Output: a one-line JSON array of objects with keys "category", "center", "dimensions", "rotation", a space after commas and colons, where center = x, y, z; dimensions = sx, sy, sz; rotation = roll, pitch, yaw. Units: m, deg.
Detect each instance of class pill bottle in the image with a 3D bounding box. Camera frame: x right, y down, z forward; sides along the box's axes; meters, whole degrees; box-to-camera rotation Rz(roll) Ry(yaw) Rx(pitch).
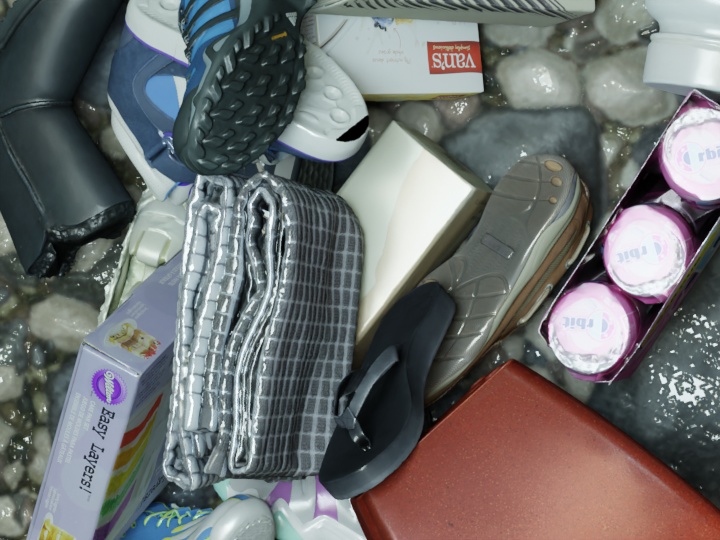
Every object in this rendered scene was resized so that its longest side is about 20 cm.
[{"category": "pill bottle", "center": [0.252, -0.216, 1.509], "dimensions": [0.112, 0.113, 0.202], "rotation": [11, 91, 13]}]

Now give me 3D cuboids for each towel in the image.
[{"category": "towel", "center": [-0.059, 0.042, 1.458], "dimensions": [0.085, 0.165, 0.202], "rotation": [6, 89, 15]}]

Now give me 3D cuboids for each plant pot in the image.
[{"category": "plant pot", "center": [0.100, 0.169, 1.468], "dimensions": [0.200, 0.200, 0.176], "rotation": [-41, 86, -6]}]

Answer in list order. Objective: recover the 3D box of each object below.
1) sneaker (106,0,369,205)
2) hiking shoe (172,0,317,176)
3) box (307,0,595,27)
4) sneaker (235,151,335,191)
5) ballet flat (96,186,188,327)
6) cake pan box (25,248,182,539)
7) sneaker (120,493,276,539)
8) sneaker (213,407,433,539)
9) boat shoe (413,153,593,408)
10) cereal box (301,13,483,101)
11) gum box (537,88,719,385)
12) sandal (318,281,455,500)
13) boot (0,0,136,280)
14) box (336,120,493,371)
[{"category": "sneaker", "center": [-0.087, -0.092, 1.520], "dimensions": [0.199, 0.080, 0.147], "rotation": [33, 135, 20]}, {"category": "hiking shoe", "center": [-0.080, -0.141, 1.426], "dimensions": [0.086, 0.074, 0.201], "rotation": [-7, 52, 40]}, {"category": "box", "center": [0.059, -0.211, 1.517], "dimensions": [0.198, 0.068, 0.083], "rotation": [-2, 87, -31]}, {"category": "sneaker", "center": [-0.093, -0.098, 1.611], "dimensions": [0.145, 0.077, 0.204], "rotation": [12, 100, 22]}, {"category": "ballet flat", "center": [-0.150, 0.011, 1.626], "dimensions": [0.071, 0.072, 0.202], "rotation": [20, 93, 12]}, {"category": "cake pan box", "center": [-0.147, 0.087, 1.534], "dimensions": [0.052, 0.200, 0.185], "rotation": [27, 121, 9]}, {"category": "sneaker", "center": [-0.130, 0.194, 1.579], "dimensions": [0.105, 0.075, 0.200], "rotation": [54, 137, 21]}, {"category": "sneaker", "center": [0.006, 0.137, 1.588], "dimensions": [0.199, 0.078, 0.141], "rotation": [23, 93, 3]}, {"category": "boat shoe", "center": [0.095, 0.016, 1.559], "dimensions": [0.200, 0.072, 0.076], "rotation": [-51, 50, 3]}, {"category": "cereal box", "center": [0.013, -0.217, 1.557], "dimensions": [0.039, 0.143, 0.202], "rotation": [-9, 87, 53]}, {"category": "gum box", "center": [0.198, -0.016, 1.519], "dimensions": [0.066, 0.113, 0.201], "rotation": [34, 97, 11]}, {"category": "sandal", "center": [0.009, 0.074, 1.458], "dimensions": [0.076, 0.201, 0.043], "rotation": [-31, 113, 31]}, {"category": "boot", "center": [-0.203, -0.109, 1.616], "dimensions": [0.200, 0.076, 0.169], "rotation": [-41, 74, 26]}, {"category": "box", "center": [0.000, 0.000, 1.576], "dimensions": [0.078, 0.095, 0.201], "rotation": [39, 99, 11]}]
